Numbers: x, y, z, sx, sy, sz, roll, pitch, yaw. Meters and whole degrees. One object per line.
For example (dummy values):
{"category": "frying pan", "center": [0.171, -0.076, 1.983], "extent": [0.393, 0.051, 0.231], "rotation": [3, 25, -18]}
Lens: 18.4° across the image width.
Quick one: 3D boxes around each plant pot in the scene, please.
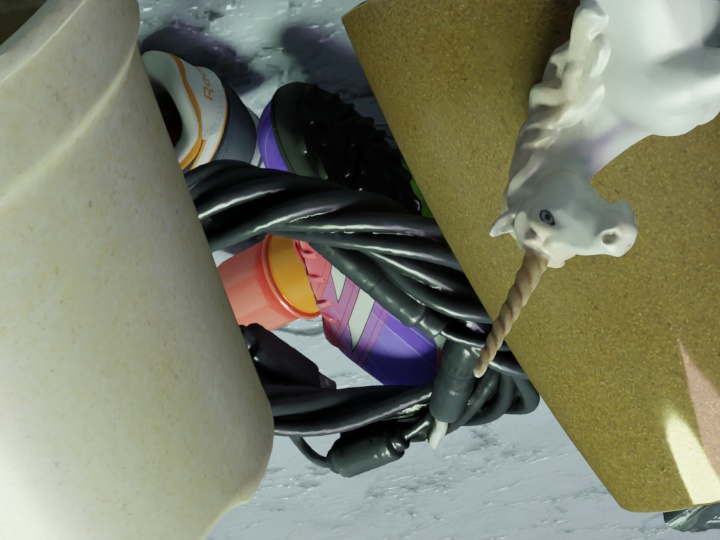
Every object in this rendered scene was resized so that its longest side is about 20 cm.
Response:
{"category": "plant pot", "center": [0.110, -0.024, 0.800], "extent": [0.185, 0.202, 0.186], "rotation": [-17, -177, 1]}
{"category": "plant pot", "center": [-0.122, 0.007, 0.687], "extent": [0.199, 0.201, 0.184], "rotation": [-18, 120, 17]}

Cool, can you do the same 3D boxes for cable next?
{"category": "cable", "center": [-0.013, 0.023, 0.886], "extent": [0.162, 0.051, 0.200], "rotation": [-8, 144, 30]}

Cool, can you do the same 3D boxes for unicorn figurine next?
{"category": "unicorn figurine", "center": [0.092, -0.078, 0.665], "extent": [0.136, 0.202, 0.074], "rotation": [-5, -168, 30]}

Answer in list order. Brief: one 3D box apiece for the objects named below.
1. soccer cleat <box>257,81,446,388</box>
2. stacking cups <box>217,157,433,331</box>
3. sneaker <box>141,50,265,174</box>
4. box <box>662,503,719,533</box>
{"category": "soccer cleat", "center": [0.000, 0.000, 0.952], "extent": [0.073, 0.069, 0.200], "rotation": [-15, 137, 26]}
{"category": "stacking cups", "center": [0.016, -0.021, 1.024], "extent": [0.199, 0.061, 0.060], "rotation": [-24, 152, 37]}
{"category": "sneaker", "center": [-0.130, -0.011, 0.907], "extent": [0.200, 0.078, 0.079], "rotation": [-45, 142, -2]}
{"category": "box", "center": [0.205, -0.019, 0.917], "extent": [0.122, 0.202, 0.198], "rotation": [3, 153, -25]}
